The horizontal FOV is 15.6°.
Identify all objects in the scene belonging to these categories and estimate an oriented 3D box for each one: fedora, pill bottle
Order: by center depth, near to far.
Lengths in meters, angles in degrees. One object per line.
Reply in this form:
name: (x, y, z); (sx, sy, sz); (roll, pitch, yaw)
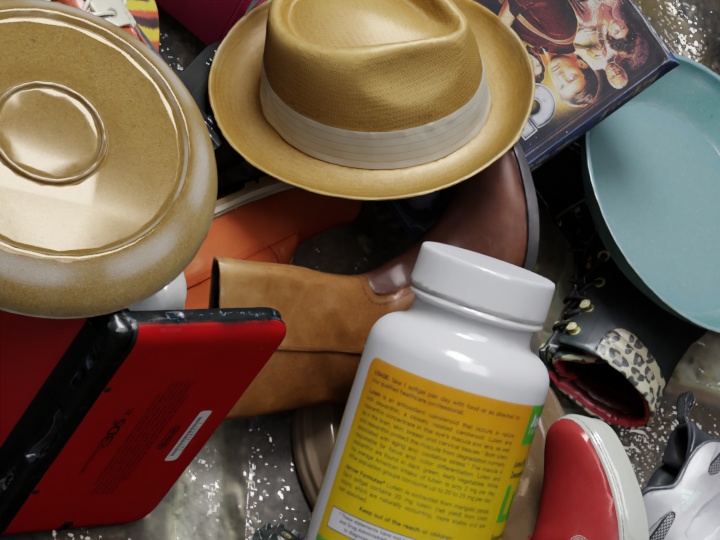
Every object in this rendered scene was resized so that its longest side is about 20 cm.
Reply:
pill bottle: (0.046, 0.091, 1.533); (0.111, 0.111, 0.201); (15, 97, -21)
fedora: (0.006, -0.131, 1.573); (0.200, 0.082, 0.201); (-1, 51, 2)

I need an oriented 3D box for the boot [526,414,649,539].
boot: (0.099, 0.190, 1.594); (0.144, 0.072, 0.201); (-3, 88, -25)

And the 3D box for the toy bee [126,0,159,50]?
toy bee: (-0.196, -0.087, 1.579); (0.109, 0.200, 0.131); (60, 13, -11)

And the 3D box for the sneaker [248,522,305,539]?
sneaker: (-0.032, 0.240, 1.531); (0.072, 0.072, 0.200); (10, 47, -41)

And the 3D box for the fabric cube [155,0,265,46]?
fabric cube: (-0.086, -0.300, 1.662); (0.199, 0.196, 0.200); (39, 56, 0)

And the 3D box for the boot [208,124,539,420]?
boot: (0.000, 0.000, 1.583); (0.199, 0.189, 0.068); (2, 23, -25)

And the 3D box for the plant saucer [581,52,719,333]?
plant saucer: (0.211, -0.046, 1.719); (0.200, 0.036, 0.201); (19, 58, -32)

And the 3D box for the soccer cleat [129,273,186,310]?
soccer cleat: (-0.199, 0.025, 1.525); (0.199, 0.078, 0.069); (-6, 62, 4)

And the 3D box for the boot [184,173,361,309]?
boot: (-0.072, -0.003, 1.625); (0.200, 0.075, 0.108); (-20, 90, -33)

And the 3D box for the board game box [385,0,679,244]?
board game box: (0.081, -0.126, 1.658); (0.136, 0.200, 0.035); (55, 11, 10)

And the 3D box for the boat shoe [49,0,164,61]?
boat shoe: (-0.166, -0.145, 1.498); (0.071, 0.063, 0.200); (-27, 55, -16)

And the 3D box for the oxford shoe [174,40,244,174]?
oxford shoe: (-0.098, -0.091, 1.647); (0.073, 0.084, 0.200); (53, 36, 10)

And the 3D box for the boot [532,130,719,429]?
boot: (0.150, -0.006, 1.725); (0.203, 0.073, 0.154); (42, 50, -9)

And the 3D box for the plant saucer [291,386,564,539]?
plant saucer: (0.052, 0.109, 1.654); (0.199, 0.029, 0.201); (11, 64, -22)

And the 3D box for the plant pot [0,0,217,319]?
plant pot: (-0.168, -0.068, 1.391); (0.199, 0.028, 0.201); (10, 57, -16)

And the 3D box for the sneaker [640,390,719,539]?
sneaker: (0.252, 0.138, 1.713); (0.200, 0.078, 0.140); (-21, 79, -33)

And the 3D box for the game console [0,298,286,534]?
game console: (-0.168, 0.048, 1.470); (0.172, 0.200, 0.119); (-2, 54, -37)
